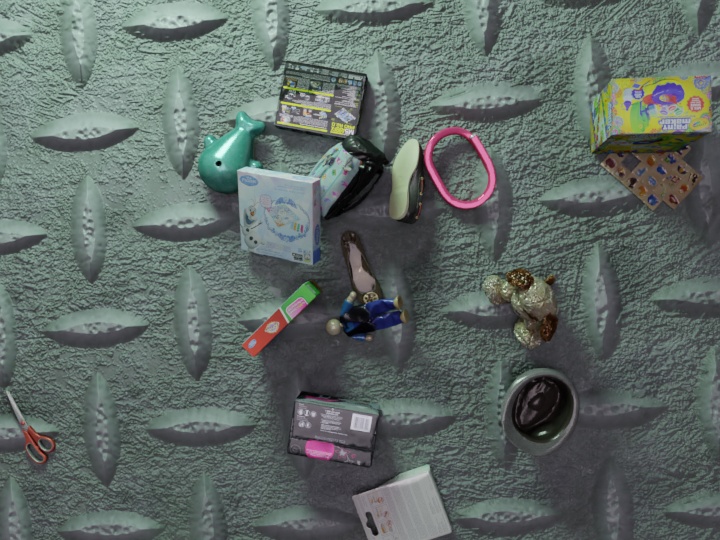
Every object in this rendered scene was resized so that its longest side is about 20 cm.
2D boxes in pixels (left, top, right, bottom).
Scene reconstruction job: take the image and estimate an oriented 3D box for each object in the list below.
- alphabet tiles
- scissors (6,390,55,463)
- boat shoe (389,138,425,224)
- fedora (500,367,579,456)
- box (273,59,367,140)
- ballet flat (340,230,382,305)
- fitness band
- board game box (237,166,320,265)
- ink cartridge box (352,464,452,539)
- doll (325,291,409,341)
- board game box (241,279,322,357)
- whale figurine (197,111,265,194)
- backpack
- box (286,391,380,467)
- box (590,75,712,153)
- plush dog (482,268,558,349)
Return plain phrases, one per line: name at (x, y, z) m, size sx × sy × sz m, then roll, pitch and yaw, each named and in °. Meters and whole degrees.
alphabet tiles at (0.695, -0.246, 1.538) m, size 0.200 × 0.008 × 0.167 m, roll 42°, pitch 93°, yaw 1°
scissors at (-0.851, 0.399, 1.653) m, size 0.073 × 0.014 × 0.200 m, roll -42°, pitch 90°, yaw 6°
boat shoe at (0.116, -0.210, 1.553) m, size 0.074 × 0.063 × 0.202 m, roll -1°, pitch 77°, yaw 46°
fedora at (0.412, 0.322, 1.530) m, size 0.177 × 0.090 × 0.200 m, roll 25°, pitch 87°, yaw 1°
box at (-0.094, -0.404, 1.567) m, size 0.200 × 0.044 × 0.160 m, roll 10°, pitch 93°, yaw 4°
ballet flat at (0.000, 0.000, 1.570) m, size 0.067 × 0.046 × 0.200 m, roll -18°, pitch 91°, yaw 4°
fitness band at (0.236, -0.241, 1.548) m, size 0.144 × 0.037 × 0.200 m, roll -30°, pitch 94°, yaw 3°
board game box at (-0.188, -0.128, 1.517) m, size 0.200 × 0.043 × 0.199 m, roll 13°, pitch 117°, yaw 22°
ink cartridge box at (0.101, 0.580, 1.583) m, size 0.200 × 0.050 × 0.161 m, roll -20°, pitch 90°, yaw 8°
doll at (0.008, 0.110, 1.558) m, size 0.200 × 0.048 × 0.137 m, roll -18°, pitch 111°, yaw 20°
board game box at (-0.179, 0.108, 1.533) m, size 0.200 × 0.153 × 0.040 m, roll -44°, pitch 90°, yaw 4°
whale figurine at (-0.305, -0.280, 1.554) m, size 0.159 × 0.104 × 0.200 m, roll 31°, pitch 95°, yaw 3°
backpack at (-0.044, -0.217, 1.525) m, size 0.127 × 0.167 × 0.200 m, roll 45°, pitch 108°, yaw 10°
box at (-0.060, 0.372, 1.551) m, size 0.200 × 0.115 × 0.132 m, roll 9°, pitch 91°, yaw 2°
box at (0.630, -0.337, 1.441) m, size 0.200 × 0.193 × 0.122 m, roll 0°, pitch 89°, yaw 6°
plush dog at (0.393, 0.068, 1.483) m, size 0.160 × 0.172 × 0.200 m, roll -35°, pitch 88°, yaw 4°
